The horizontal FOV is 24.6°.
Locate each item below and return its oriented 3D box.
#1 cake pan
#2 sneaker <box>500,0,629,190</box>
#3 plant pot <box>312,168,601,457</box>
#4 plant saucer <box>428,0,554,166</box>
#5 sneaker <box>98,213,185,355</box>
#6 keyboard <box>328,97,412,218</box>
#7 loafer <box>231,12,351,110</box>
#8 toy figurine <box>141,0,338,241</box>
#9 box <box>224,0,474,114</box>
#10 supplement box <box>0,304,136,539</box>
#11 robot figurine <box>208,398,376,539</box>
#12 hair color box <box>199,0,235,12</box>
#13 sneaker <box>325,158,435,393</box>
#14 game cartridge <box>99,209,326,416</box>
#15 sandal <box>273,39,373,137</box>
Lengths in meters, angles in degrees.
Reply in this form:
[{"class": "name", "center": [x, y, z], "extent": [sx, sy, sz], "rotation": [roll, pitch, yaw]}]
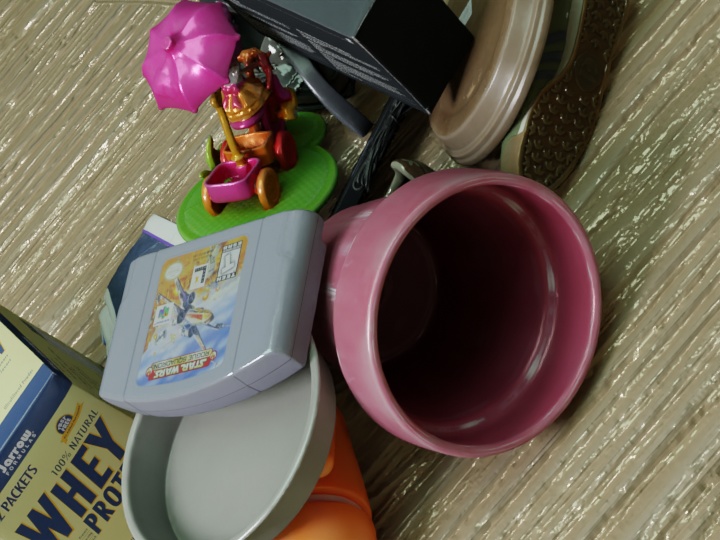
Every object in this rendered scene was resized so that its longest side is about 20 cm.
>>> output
[{"class": "cake pan", "center": [-0.093, 0.120, 1.189], "extent": [0.199, 0.037, 0.202], "rotation": [-26, 49, 33]}, {"class": "sneaker", "center": [0.143, -0.150, 1.318], "extent": [0.089, 0.067, 0.202], "rotation": [5, 68, 52]}, {"class": "plant pot", "center": [0.047, 0.022, 1.209], "extent": [0.178, 0.199, 0.202], "rotation": [13, 72, 59]}, {"class": "plant saucer", "center": [0.099, -0.184, 1.323], "extent": [0.200, 0.029, 0.203], "rotation": [-166, 90, -73]}, {"class": "sneaker", "center": [-0.151, 0.048, 1.430], "extent": [0.199, 0.080, 0.148], "rotation": [28, 92, 42]}, {"class": "keyboard", "center": [0.011, -0.095, 1.376], "extent": [0.202, 0.020, 0.127], "rotation": [-64, 4, -11]}, {"class": "loafer", "center": [-0.085, -0.203, 1.534], "extent": [0.199, 0.063, 0.072], "rotation": [27, 83, 46]}, {"class": "toy figurine", "center": [-0.109, -0.149, 1.392], "extent": [0.148, 0.185, 0.201], "rotation": [-5, 36, 23]}, {"class": "box", "center": [-0.029, -0.216, 1.299], "extent": [0.199, 0.141, 0.079], "rotation": [29, 89, 33]}, {"class": "supplement box", "center": [-0.267, 0.137, 1.374], "extent": [0.199, 0.199, 0.135], "rotation": [32, 86, 46]}, {"class": "robot figurine", "center": [-0.053, 0.170, 1.235], "extent": [0.143, 0.116, 0.201], "rotation": [-35, 46, 18]}, {"class": "hair color box", "center": [-0.083, -0.334, 1.502], "extent": [0.101, 0.061, 0.203], "rotation": [18, 109, 31]}, {"class": "sneaker", "center": [0.000, 0.000, 1.328], "extent": [0.070, 0.075, 0.201], "rotation": [24, 80, 45]}, {"class": "game cartridge", "center": [-0.112, 0.037, 1.209], "extent": [0.199, 0.041, 0.134], "rotation": [-16, 50, 40]}, {"class": "sandal", "center": [-0.050, -0.203, 1.435], "extent": [0.043, 0.076, 0.201], "rotation": [-37, 82, 5]}]
